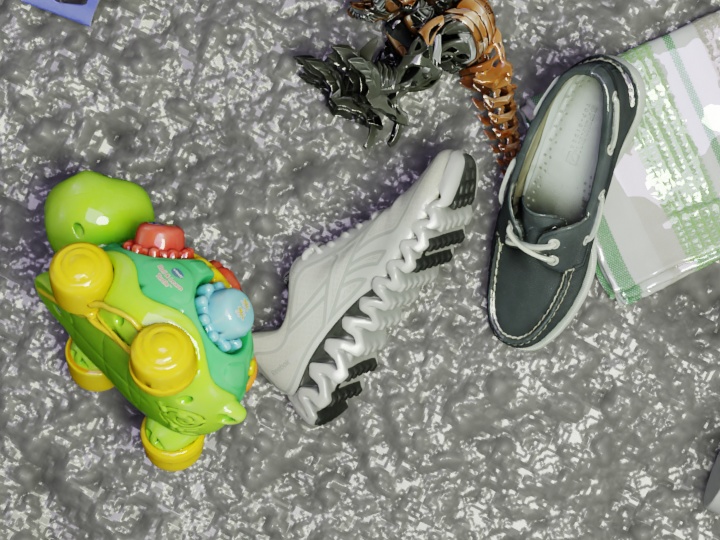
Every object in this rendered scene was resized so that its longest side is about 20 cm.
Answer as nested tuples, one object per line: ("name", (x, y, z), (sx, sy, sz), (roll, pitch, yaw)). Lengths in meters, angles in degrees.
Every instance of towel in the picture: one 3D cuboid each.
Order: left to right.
("towel", (0.222, -0.084, 1.554), (0.200, 0.031, 0.149), (-25, 89, 0))

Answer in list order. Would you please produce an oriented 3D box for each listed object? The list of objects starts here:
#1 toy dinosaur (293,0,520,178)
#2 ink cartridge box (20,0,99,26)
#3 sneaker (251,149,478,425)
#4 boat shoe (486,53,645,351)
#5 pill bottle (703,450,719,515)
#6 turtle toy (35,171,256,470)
("toy dinosaur", (0.042, -0.148, 1.529), (0.136, 0.102, 0.200), (-36, 78, -16))
("ink cartridge box", (-0.163, -0.260, 1.538), (0.136, 0.076, 0.200), (20, 87, 2))
("sneaker", (0.000, 0.000, 1.522), (0.081, 0.075, 0.200), (39, 103, 16))
("boat shoe", (0.118, -0.041, 1.515), (0.076, 0.060, 0.200), (20, 104, 21))
("pill bottle", (0.320, 0.157, 1.509), (0.200, 0.104, 0.104), (24, 89, 1))
("turtle toy", (-0.134, 0.021, 1.499), (0.101, 0.146, 0.200), (-38, 69, -19))
